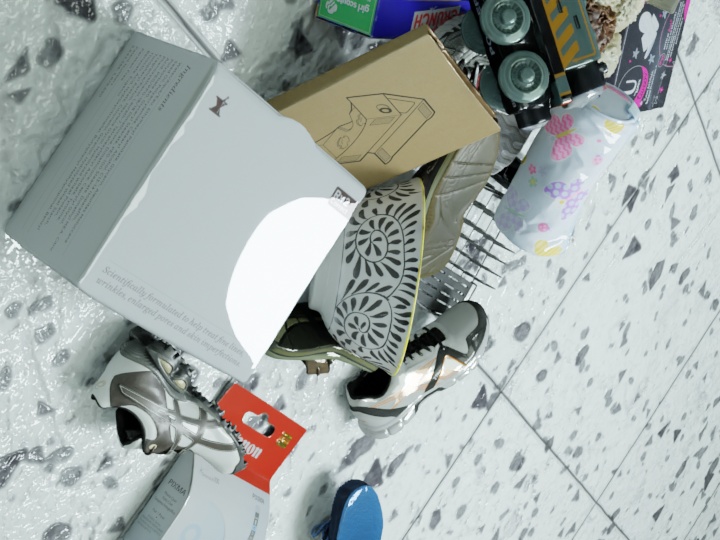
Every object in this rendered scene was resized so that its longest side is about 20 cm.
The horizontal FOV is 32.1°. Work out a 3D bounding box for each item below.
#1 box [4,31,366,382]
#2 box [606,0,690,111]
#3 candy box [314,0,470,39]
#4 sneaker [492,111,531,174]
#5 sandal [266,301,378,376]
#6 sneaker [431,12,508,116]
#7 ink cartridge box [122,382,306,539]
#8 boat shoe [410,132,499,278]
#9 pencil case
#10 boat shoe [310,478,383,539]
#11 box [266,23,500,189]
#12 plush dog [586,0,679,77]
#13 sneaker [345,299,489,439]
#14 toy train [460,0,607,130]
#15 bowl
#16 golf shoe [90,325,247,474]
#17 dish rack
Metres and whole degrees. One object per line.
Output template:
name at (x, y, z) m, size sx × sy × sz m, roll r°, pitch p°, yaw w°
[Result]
box at (-0.137, -0.049, 1.015) m, size 0.199 × 0.131 × 0.200 m, roll 37°, pitch 83°, yaw -44°
box at (0.276, -0.288, 1.387) m, size 0.115 × 0.132 × 0.200 m, roll -14°, pitch 123°, yaw -41°
candy box at (0.057, -0.318, 1.147) m, size 0.169 × 0.077 × 0.200 m, roll -13°, pitch 121°, yaw -48°
sneaker at (0.152, -0.170, 1.365) m, size 0.200 × 0.082 × 0.075 m, roll -40°, pitch 112°, yaw 1°
sandal at (-0.054, 0.073, 1.287) m, size 0.057 × 0.080 × 0.201 m, roll -43°, pitch 149°, yaw 24°
sneaker at (0.125, -0.192, 1.190) m, size 0.200 × 0.082 × 0.078 m, roll -11°, pitch 142°, yaw -41°
ink cartridge box at (-0.137, 0.233, 1.300) m, size 0.200 × 0.047 × 0.160 m, roll -54°, pitch 143°, yaw -6°
boat shoe at (0.082, -0.084, 1.316) m, size 0.072 × 0.066 × 0.201 m, roll -10°, pitch 135°, yaw -36°
pencil case at (0.220, -0.109, 1.341) m, size 0.083 × 0.091 × 0.200 m, roll -25°, pitch 147°, yaw -48°
boat shoe at (-0.023, 0.328, 1.490) m, size 0.084 × 0.069 × 0.200 m, roll -16°, pitch 124°, yaw -35°
box at (0.007, -0.135, 1.147) m, size 0.200 × 0.021 × 0.163 m, roll -23°, pitch 148°, yaw 19°
plush dog at (0.223, -0.293, 1.218) m, size 0.200 × 0.160 × 0.172 m, roll 64°, pitch 28°, yaw -1°
sneaker at (0.067, 0.105, 1.429) m, size 0.200 × 0.074 × 0.080 m, roll -44°, pitch 136°, yaw -9°
toy train at (0.150, -0.229, 1.113) m, size 0.114 × 0.085 × 0.200 m, roll -20°, pitch 94°, yaw -11°
bowl at (0.000, 0.000, 1.246) m, size 0.201 × 0.094 × 0.201 m, roll -172°, pitch -90°, yaw -85°
golf shoe at (-0.181, 0.141, 1.168) m, size 0.094 × 0.078 × 0.200 m, roll -45°, pitch 130°, yaw -16°
dish rack at (0.134, -0.036, 1.448) m, size 0.153 × 0.055 × 0.200 m, roll 29°, pitch 90°, yaw -53°
